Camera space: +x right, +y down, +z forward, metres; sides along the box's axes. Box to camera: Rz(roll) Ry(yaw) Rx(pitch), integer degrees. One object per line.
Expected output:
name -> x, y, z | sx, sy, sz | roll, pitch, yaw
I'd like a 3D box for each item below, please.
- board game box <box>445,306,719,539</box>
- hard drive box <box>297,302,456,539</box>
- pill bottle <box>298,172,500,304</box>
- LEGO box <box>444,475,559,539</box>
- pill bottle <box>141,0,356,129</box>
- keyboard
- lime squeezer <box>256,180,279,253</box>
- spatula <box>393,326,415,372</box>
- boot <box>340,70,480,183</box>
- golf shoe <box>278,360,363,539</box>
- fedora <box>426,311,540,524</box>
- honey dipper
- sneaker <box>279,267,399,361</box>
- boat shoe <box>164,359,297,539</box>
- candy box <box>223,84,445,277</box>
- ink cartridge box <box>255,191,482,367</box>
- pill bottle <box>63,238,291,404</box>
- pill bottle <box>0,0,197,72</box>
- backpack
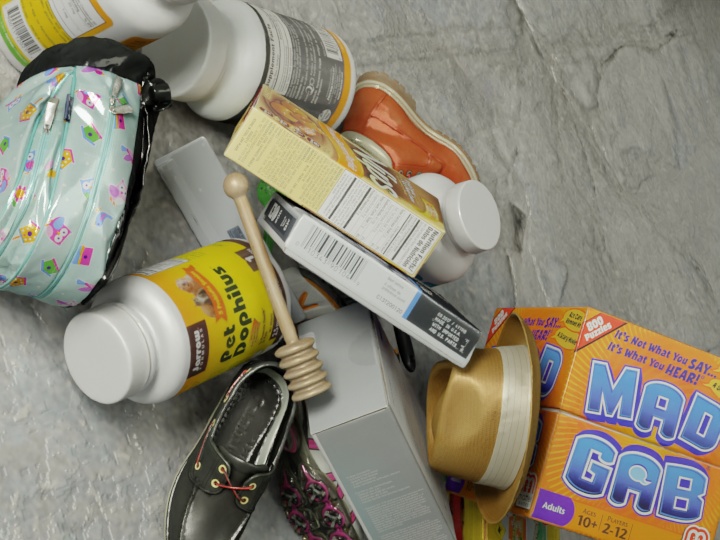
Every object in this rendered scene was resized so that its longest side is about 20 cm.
board game box -> 0.233, 0.162, 1.365 | 0.198, 0.200, 0.202 | 19, 82, -19
hard drive box -> 0.017, 0.156, 1.290 | 0.156, 0.076, 0.201 | -100, 168, -54
pill bottle -> 0.040, -0.032, 1.374 | 0.110, 0.199, 0.112 | 21, 62, -46
LEGO box -> 0.148, 0.277, 1.500 | 0.148, 0.077, 0.202 | 25, 59, -44
pill bottle -> -0.106, -0.195, 1.318 | 0.199, 0.116, 0.118 | 7, 72, -49
keyboard -> -0.121, -0.027, 1.289 | 0.201, 0.056, 0.011 | 61, 9, -16
lime squeezer -> -0.068, -0.082, 1.388 | 0.071, 0.037, 0.201 | 53, 42, -25
spatula -> 0.039, 0.018, 1.469 | 0.056, 0.020, 0.202 | 32, 43, -50
boot -> 0.052, -0.117, 1.530 | 0.200, 0.075, 0.108 | 41, 51, -24
golf shoe -> -0.042, 0.178, 1.301 | 0.092, 0.072, 0.201 | -41, 110, -49
fedora -> 0.104, 0.131, 1.255 | 0.081, 0.201, 0.203 | 7, 67, -8
honey dipper -> -0.077, 0.013, 1.173 | 0.038, 0.038, 0.202 | -24, 94, -52
sneaker -> -0.022, 0.063, 1.372 | 0.200, 0.078, 0.078 | 54, 34, -34
boat shoe -> -0.114, 0.171, 1.187 | 0.073, 0.063, 0.203 | 26, 73, -11
candy box -> -0.021, -0.082, 1.224 | 0.199, 0.056, 0.116 | 32, 15, -9
ink cartridge box -> 0.000, 0.000, 1.250 | 0.197, 0.200, 0.044 | 33, 92, -17
pill bottle -> -0.156, 0.046, 1.175 | 0.199, 0.109, 0.110 | -24, 97, -52
pill bottle -> -0.207, -0.235, 1.135 | 0.111, 0.199, 0.112 | 21, 62, -46
backpack -> -0.242, -0.071, 1.091 | 0.126, 0.167, 0.202 | 19, 64, -24
